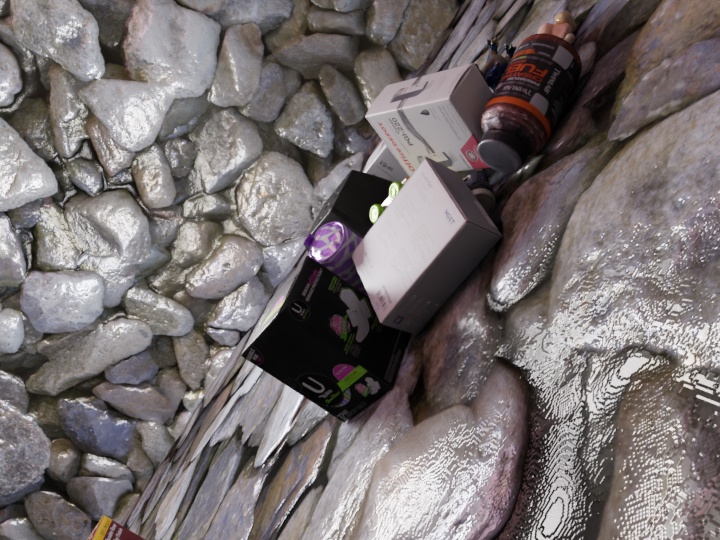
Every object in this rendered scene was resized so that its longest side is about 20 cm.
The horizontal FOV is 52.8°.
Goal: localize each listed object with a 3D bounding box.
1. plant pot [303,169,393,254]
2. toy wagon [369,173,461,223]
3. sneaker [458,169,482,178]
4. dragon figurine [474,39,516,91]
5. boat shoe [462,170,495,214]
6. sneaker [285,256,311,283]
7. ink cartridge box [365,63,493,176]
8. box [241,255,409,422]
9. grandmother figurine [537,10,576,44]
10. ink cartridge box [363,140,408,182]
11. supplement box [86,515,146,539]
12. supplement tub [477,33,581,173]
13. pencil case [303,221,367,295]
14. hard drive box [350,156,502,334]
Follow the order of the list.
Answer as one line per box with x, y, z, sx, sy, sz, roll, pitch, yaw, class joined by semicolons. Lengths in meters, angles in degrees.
0.001;-0.082;1.493;0.200;0.176;0.201;-46;14;47;plant pot
0.091;-0.101;1.228;0.200;0.153;0.040;-44;53;50;toy wagon
0.178;-0.206;1.327;0.077;0.080;0.201;-52;10;28;sneaker
0.217;-0.305;1.186;0.101;0.058;0.200;-66;-17;-9;dragon figurine
0.131;-0.083;1.149;0.200;0.074;0.062;-45;35;40;boat shoe
-0.051;0.068;1.218;0.077;0.200;0.076;-37;23;8;sneaker
0.126;-0.236;1.170;0.199;0.146;0.085;4;52;52;ink cartridge box
-0.052;0.107;1.102;0.149;0.199;0.125;-44;15;45;box
0.312;-0.357;1.235;0.201;0.060;0.122;-62;3;-39;grandmother figurine
0.117;-0.240;1.519;0.200;0.144;0.085;-48;14;37;ink cartridge box
-0.516;0.666;1.532;0.134;0.199;0.197;-54;11;5;supplement box
0.244;-0.243;1.070;0.202;0.106;0.107;-61;12;-20;supplement tub
0.000;0.000;1.207;0.085;0.200;0.085;16;69;49;pencil case
0.089;-0.035;1.060;0.201;0.076;0.157;-51;41;26;hard drive box
